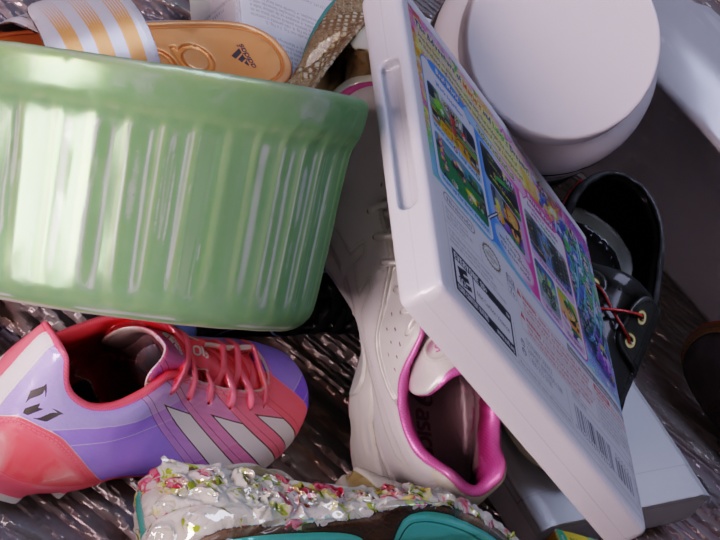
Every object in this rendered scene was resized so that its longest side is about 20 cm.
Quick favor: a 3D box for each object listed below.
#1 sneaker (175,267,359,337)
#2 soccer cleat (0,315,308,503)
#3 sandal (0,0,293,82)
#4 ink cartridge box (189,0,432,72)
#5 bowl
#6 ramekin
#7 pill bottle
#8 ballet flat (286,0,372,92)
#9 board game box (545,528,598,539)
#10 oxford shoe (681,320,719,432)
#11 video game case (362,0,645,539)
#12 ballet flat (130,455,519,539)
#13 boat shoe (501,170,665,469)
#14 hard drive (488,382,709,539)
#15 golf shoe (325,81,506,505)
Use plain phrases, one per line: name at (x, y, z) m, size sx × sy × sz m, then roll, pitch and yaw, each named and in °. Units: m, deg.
sneaker at (0.000, 0.000, 1.115) m, size 0.199 × 0.070 × 0.078 m, roll -23°, pitch 62°, yaw -37°
soccer cleat at (-0.080, 0.049, 0.979) m, size 0.199 × 0.077 × 0.067 m, roll -4°, pitch 49°, yaw -51°
sandal at (-0.113, -0.111, 1.161) m, size 0.206 × 0.059 × 0.079 m, roll -14°, pitch 59°, yaw -40°
ink cartridge box at (-0.010, -0.067, 1.284) m, size 0.160 × 0.050 × 0.201 m, roll 17°, pitch 53°, yaw -34°
bowl at (0.204, -0.062, 1.352) m, size 0.200 × 0.074 × 0.200 m, roll 50°, pitch -12°, yaw 19°
ramekin at (-0.101, -0.035, 0.971) m, size 0.199 × 0.098 × 0.200 m, roll 8°, pitch 2°, yaw 0°
pill bottle at (0.088, -0.103, 1.201) m, size 0.116 × 0.116 × 0.200 m, roll 37°, pitch -6°, yaw -2°
ballet flat at (-0.007, -0.082, 1.205) m, size 0.200 × 0.065 × 0.071 m, roll -60°, pitch 141°, yaw -44°
board game box at (0.176, 0.186, 1.130) m, size 0.199 × 0.030 × 0.096 m, roll 21°, pitch 33°, yaw -33°
oxford shoe at (0.244, 0.109, 1.276) m, size 0.200 × 0.071 × 0.072 m, roll 45°, pitch 34°, yaw 12°
video game case at (0.063, -0.002, 1.041) m, size 0.200 × 0.024 × 0.183 m, roll 49°, pitch 25°, yaw -42°
ballet flat at (-0.012, 0.107, 0.981) m, size 0.199 × 0.076 × 0.064 m, roll 13°, pitch 29°, yaw -42°
boat shoe at (0.110, 0.022, 1.179) m, size 0.073 × 0.063 × 0.202 m, roll 33°, pitch 36°, yaw -12°
hard drive at (0.078, 0.047, 1.196) m, size 0.131 × 0.026 × 0.201 m, roll -4°, pitch 53°, yaw -45°
golf shoe at (0.029, 0.013, 1.047) m, size 0.075 × 0.091 × 0.201 m, roll -12°, pitch 92°, yaw -20°
